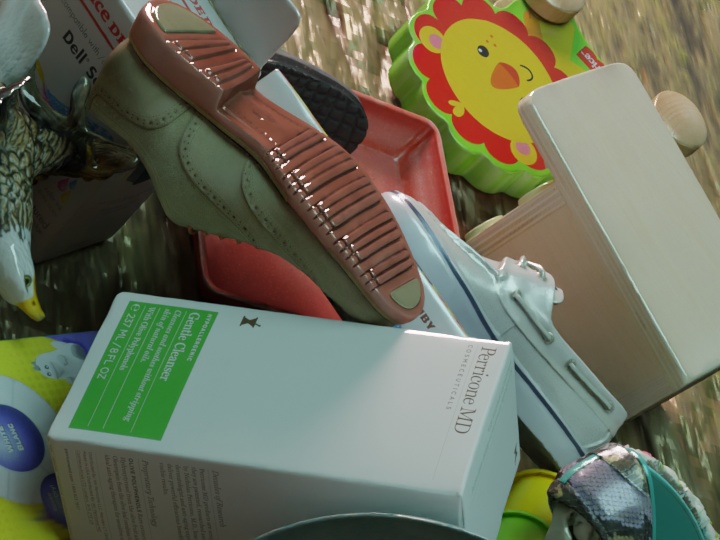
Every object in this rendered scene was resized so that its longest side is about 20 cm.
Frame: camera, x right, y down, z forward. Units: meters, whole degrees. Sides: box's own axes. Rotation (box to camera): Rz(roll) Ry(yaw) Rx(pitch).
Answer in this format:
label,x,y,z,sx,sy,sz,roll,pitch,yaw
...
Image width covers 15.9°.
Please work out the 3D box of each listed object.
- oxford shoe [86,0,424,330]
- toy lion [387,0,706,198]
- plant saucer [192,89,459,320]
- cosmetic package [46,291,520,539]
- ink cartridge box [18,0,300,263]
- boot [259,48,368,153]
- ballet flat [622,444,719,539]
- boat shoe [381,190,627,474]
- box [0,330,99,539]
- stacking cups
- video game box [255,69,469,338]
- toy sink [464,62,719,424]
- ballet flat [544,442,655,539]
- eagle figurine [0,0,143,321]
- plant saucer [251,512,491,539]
label,x,y,z,sx,sy,sz,roll,pitch,yaw
oxford shoe,-0.050,-0.039,1.252,0.200,0.074,0.071,48,26,11
toy lion,0.115,-0.109,1.725,0.200,0.069,0.192,47,44,-1
plant saucer,-0.027,-0.033,1.530,0.199,0.037,0.201,19,44,-32
cosmetic package,-0.033,0.084,1.216,0.199,0.085,0.108,5,42,14
ink cartridge box,-0.133,-0.110,1.362,0.067,0.200,0.117,-19,70,-50
boot,-0.082,-0.149,1.501,0.199,0.070,0.132,26,37,-30
ballet flat,0.191,0.182,1.513,0.200,0.075,0.064,56,10,-13
boat shoe,0.082,0.026,1.473,0.070,0.071,0.200,-40,100,-12
box,-0.188,0.094,1.251,0.199,0.048,0.118,-7,62,-45
stacking cups,0.068,0.183,1.404,0.061,0.060,0.200,45,37,-2
video game box,0.000,0.000,1.366,0.182,0.047,0.200,53,-3,11
toy sink,0.145,-0.009,1.603,0.130,0.112,0.201,-22,80,-53
ballet flat,0.135,0.195,1.417,0.072,0.072,0.201,-32,115,-53
eagle figurine,-0.200,-0.037,1.261,0.151,0.152,0.200,41,35,20
plant saucer,0.016,0.175,1.169,0.201,0.201,0.039,35,34,-15
